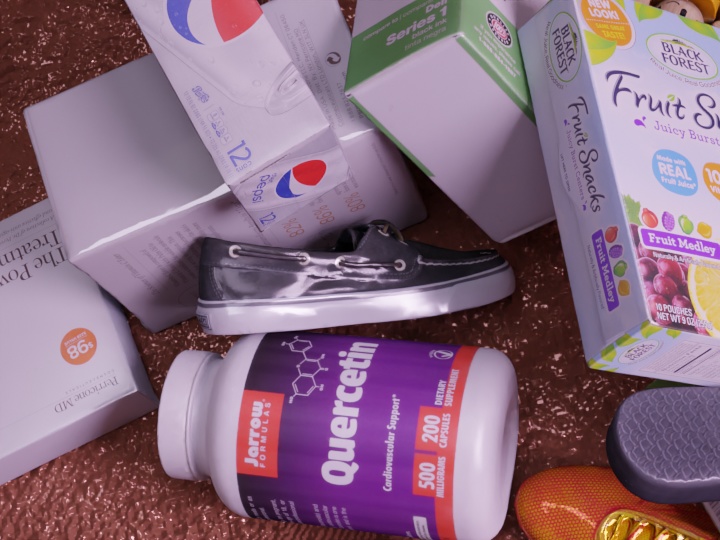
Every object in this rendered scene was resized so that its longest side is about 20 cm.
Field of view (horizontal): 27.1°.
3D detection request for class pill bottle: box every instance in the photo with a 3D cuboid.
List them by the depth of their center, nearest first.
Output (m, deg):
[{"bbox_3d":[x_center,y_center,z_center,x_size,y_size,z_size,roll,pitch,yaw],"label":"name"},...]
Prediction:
[{"bbox_3d":[-0.012,0.094,0.871,0.199,0.112,0.113,4,72,13],"label":"pill bottle"}]

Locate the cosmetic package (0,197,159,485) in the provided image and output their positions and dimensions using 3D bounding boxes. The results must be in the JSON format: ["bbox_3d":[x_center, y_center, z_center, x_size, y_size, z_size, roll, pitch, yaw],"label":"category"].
[{"bbox_3d":[-0.249,0.061,0.967,0.199,0.052,0.151,-26,71,2],"label":"cosmetic package"}]

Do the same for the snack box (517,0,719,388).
[{"bbox_3d":[0.166,-0.041,0.774,0.142,0.053,0.201,11,57,-31],"label":"snack box"}]

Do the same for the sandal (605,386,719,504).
[{"bbox_3d":[0.219,0.091,0.745,0.199,0.043,0.076,5,50,-3],"label":"sandal"}]

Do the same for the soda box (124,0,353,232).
[{"bbox_3d":[-0.080,-0.125,0.820,0.063,0.068,0.200,-30,66,0],"label":"soda box"}]

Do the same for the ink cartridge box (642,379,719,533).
[{"bbox_3d":[0.267,0.072,0.828,0.199,0.059,0.104,-17,65,-26],"label":"ink cartridge box"}]

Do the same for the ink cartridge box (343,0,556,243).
[{"bbox_3d":[0.073,-0.142,0.875,0.084,0.146,0.201,-25,41,32],"label":"ink cartridge box"}]

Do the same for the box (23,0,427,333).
[{"bbox_3d":[-0.077,-0.064,0.917,0.199,0.152,0.107,-22,69,4],"label":"box"}]

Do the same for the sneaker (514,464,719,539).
[{"bbox_3d":[0.179,0.157,0.828,0.199,0.077,0.073,21,78,19],"label":"sneaker"}]

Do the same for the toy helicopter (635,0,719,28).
[{"bbox_3d":[0.217,-0.111,0.903,0.132,0.079,0.200,-33,83,-29],"label":"toy helicopter"}]

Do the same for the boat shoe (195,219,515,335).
[{"bbox_3d":[0.000,0.000,0.886,0.199,0.069,0.057,-6,97,-20],"label":"boat shoe"}]
